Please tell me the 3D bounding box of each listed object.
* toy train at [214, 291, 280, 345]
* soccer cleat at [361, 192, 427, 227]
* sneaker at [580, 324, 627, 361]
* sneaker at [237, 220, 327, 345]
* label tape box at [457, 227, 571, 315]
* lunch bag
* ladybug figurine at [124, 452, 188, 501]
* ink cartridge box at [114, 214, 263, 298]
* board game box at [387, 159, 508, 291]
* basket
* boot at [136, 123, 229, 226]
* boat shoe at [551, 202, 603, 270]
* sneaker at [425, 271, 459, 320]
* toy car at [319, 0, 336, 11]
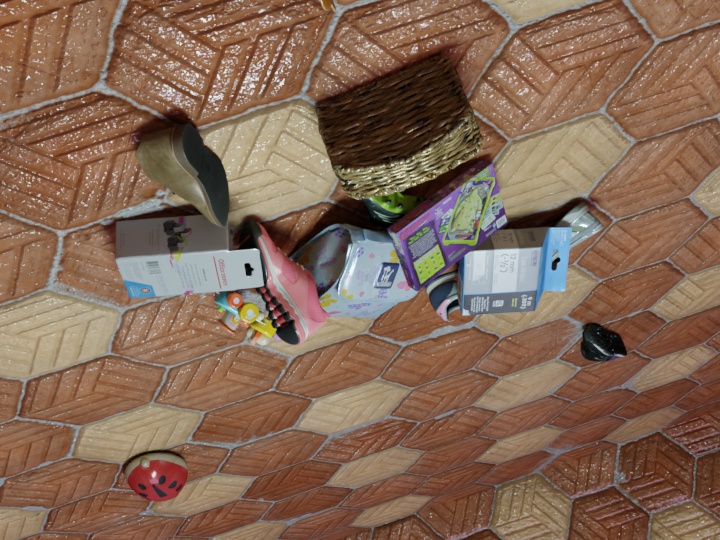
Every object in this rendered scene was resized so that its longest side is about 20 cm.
[{"bbox_3d":[-0.204,0.072,1.488,0.056,0.150,0.200,-60,157,-10],"label":"toy train"},{"bbox_3d":[0.033,-0.101,1.433,0.081,0.068,0.200,-20,154,29],"label":"soccer cleat"},{"bbox_3d":[0.562,0.188,2.242,0.087,0.076,0.200,-28,151,27],"label":"sneaker"},{"bbox_3d":[-0.118,0.012,1.431,0.087,0.201,0.074,-27,-178,-37],"label":"sneaker"},{"bbox_3d":[0.275,0.002,1.660,0.199,0.066,0.144,-2,126,0],"label":"label tape box"},{"bbox_3d":[0.000,0.000,1.503,0.169,0.127,0.200,4,151,-39],"label":"lunch bag"},{"bbox_3d":[-0.455,0.468,2.104,0.135,0.072,0.200,-19,151,0],"label":"ladybug figurine"},{"bbox_3d":[-0.244,-0.022,1.359,0.199,0.068,0.115,-4,150,-4],"label":"ink cartridge box"},{"bbox_3d":[0.139,-0.070,1.458,0.200,0.032,0.120,-36,133,-19],"label":"board game box"},{"bbox_3d":[0.061,-0.164,1.254,0.199,0.143,0.149,-21,151,4],"label":"basket"},{"bbox_3d":[-0.230,-0.124,1.245,0.075,0.074,0.200,-4,150,13],"label":"boot"},{"bbox_3d":[0.367,-0.039,1.716,0.074,0.065,0.202,-30,160,-44],"label":"boat shoe"},{"bbox_3d":[0.227,0.032,1.754,0.200,0.082,0.070,-24,151,8],"label":"sneaker"},{"bbox_3d":[-0.057,-0.326,0.844,0.184,0.200,0.177,-22,151,4],"label":"toy car"}]
